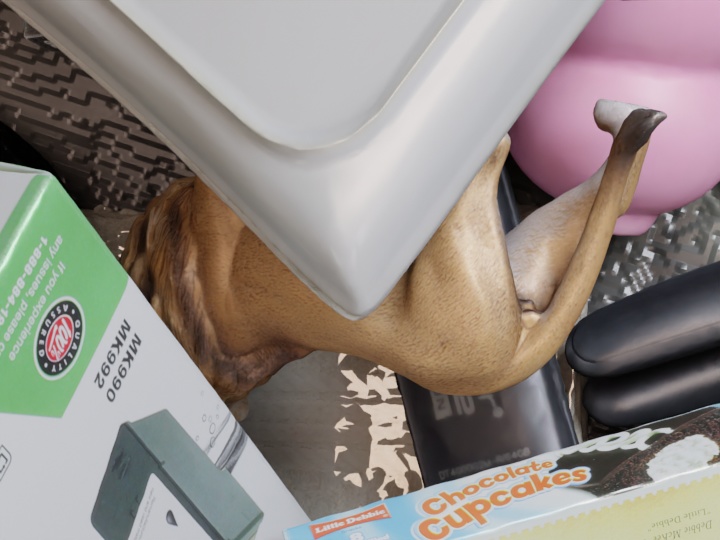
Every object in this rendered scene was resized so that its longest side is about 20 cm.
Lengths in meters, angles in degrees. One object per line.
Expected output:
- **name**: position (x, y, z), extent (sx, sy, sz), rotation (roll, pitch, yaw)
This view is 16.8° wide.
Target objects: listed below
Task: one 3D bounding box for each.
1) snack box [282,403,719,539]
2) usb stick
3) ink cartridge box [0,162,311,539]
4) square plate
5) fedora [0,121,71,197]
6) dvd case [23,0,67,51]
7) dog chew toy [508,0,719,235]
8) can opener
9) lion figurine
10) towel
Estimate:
- **snack box**: position (0.085, 0.107, 0.736), extent (0.198, 0.037, 0.117), rotation (-15, 115, -7)
- **usb stick**: position (0.030, 0.004, 0.770), extent (0.055, 0.033, 0.202), rotation (-16, 85, 21)
- **ink cartridge box**: position (-0.101, 0.084, 0.688), extent (0.084, 0.200, 0.147), rotation (7, 58, 33)
- **square plate**: position (-0.013, -0.124, 0.683), extent (0.198, 0.028, 0.200), rotation (42, 102, 22)
- **fedora**: position (-0.194, -0.014, 0.788), extent (0.200, 0.201, 0.092), rotation (26, 109, 11)
- **dvd case**: position (-0.009, -0.145, 0.710), extent (0.199, 0.022, 0.147), rotation (-2, 84, 26)
- **dog chew toy**: position (0.089, -0.112, 0.751), extent (0.124, 0.125, 0.202), rotation (9, 99, 12)
- **can opener**: position (0.160, 0.002, 0.765), extent (0.199, 0.079, 0.064), rotation (-26, 129, 7)
- **lion figurine**: position (0.000, 0.000, 0.718), extent (0.199, 0.072, 0.124), rotation (8, 87, 44)
- **towel**: position (-0.021, 0.043, 0.815), extent (0.198, 0.034, 0.134), rotation (1, 88, 12)
